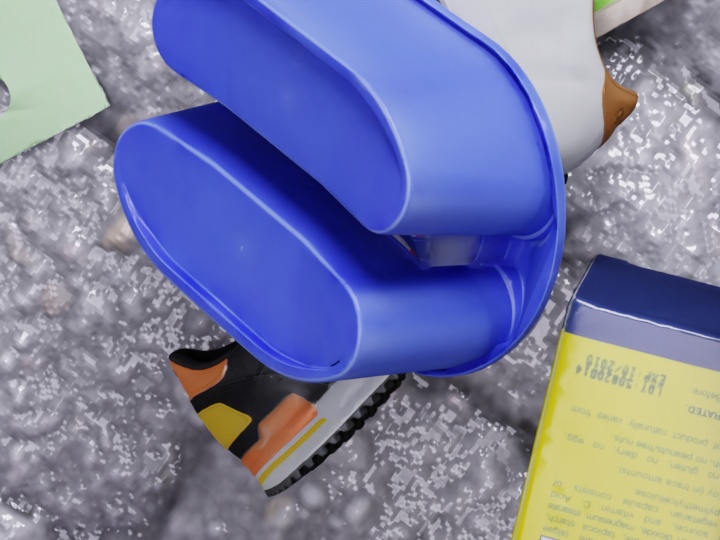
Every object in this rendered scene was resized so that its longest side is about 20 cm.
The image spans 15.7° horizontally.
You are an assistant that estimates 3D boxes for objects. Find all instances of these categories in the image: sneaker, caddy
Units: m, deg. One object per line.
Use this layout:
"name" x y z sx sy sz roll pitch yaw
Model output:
"sneaker" 0.000 0.000 1.108 0.090 0.070 0.200 43 103 5
"sneaker" 0.046 -0.134 1.053 0.084 0.073 0.201 -30 99 -24
"caddy" -0.005 -0.042 1.029 0.200 0.105 0.142 40 124 36

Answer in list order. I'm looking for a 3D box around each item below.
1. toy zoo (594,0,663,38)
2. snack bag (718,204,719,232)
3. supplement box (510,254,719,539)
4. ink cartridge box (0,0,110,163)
"toy zoo" 0.035 -0.174 1.074 0.131 0.020 0.201 -29 106 14
"snack bag" 0.218 0.034 1.013 0.199 0.021 0.190 -14 114 -26
"supplement box" 0.121 0.109 1.084 0.108 0.110 0.201 15 102 8
"ink cartridge box" -0.219 -0.129 1.137 0.145 0.048 0.201 -26 92 13
